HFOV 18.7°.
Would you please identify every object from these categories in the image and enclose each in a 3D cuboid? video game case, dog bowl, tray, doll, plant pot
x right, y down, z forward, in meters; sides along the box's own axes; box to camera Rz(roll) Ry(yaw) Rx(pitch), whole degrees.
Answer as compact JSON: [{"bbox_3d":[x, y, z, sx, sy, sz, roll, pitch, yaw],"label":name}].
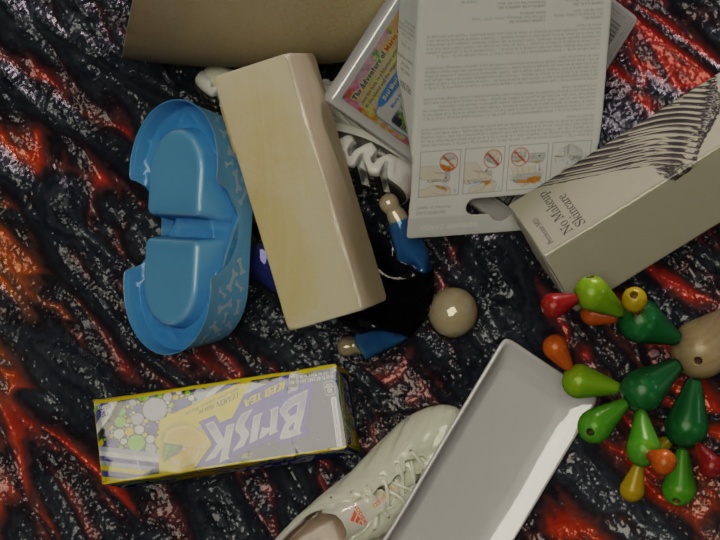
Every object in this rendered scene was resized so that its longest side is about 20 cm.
[{"bbox_3d":[0.096,-0.166,1.704,0.182,0.024,0.200,34,87,-20],"label":"video game case"},{"bbox_3d":[-0.133,-0.033,1.728,0.111,0.049,0.201,4,90,47],"label":"dog bowl"},{"bbox_3d":[0.093,0.158,1.687,0.107,0.022,0.200,33,88,-32],"label":"tray"},{"bbox_3d":[0.000,0.000,1.727,0.199,0.048,0.137,24,105,9],"label":"doll"},{"bbox_3d":[-0.072,-0.235,1.722,0.199,0.187,0.188,13,84,-5],"label":"plant pot"}]

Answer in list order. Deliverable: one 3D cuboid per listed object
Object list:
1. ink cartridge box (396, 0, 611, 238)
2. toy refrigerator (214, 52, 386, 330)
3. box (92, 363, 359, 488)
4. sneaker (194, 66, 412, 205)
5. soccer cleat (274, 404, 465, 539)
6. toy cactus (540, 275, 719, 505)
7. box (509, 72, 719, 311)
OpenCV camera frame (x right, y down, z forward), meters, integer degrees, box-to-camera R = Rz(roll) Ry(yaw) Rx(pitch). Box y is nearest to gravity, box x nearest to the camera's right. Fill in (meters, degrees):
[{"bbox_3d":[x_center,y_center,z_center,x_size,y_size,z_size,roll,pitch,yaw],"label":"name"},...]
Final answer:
[{"bbox_3d":[0.107,-0.130,1.686,0.159,0.047,0.201,-5,114,-18],"label":"ink cartridge box"},{"bbox_3d":[-0.048,-0.061,1.670,0.070,0.076,0.201,-16,92,16],"label":"toy refrigerator"},{"bbox_3d":[-0.105,0.124,1.723,0.199,0.064,0.070,-9,81,8],"label":"box"},{"bbox_3d":[-0.037,-0.123,1.749,0.199,0.075,0.081,24,73,9],"label":"sneaker"},{"bbox_3d":[0.008,0.180,1.690,0.200,0.078,0.069,-41,78,1],"label":"soccer cleat"},{"bbox_3d":[0.233,0.076,1.654,0.165,0.102,0.200,-32,96,-18],"label":"toy cactus"},{"bbox_3d":[0.222,-0.061,1.676,0.200,0.068,0.082,-32,38,1],"label":"box"}]
